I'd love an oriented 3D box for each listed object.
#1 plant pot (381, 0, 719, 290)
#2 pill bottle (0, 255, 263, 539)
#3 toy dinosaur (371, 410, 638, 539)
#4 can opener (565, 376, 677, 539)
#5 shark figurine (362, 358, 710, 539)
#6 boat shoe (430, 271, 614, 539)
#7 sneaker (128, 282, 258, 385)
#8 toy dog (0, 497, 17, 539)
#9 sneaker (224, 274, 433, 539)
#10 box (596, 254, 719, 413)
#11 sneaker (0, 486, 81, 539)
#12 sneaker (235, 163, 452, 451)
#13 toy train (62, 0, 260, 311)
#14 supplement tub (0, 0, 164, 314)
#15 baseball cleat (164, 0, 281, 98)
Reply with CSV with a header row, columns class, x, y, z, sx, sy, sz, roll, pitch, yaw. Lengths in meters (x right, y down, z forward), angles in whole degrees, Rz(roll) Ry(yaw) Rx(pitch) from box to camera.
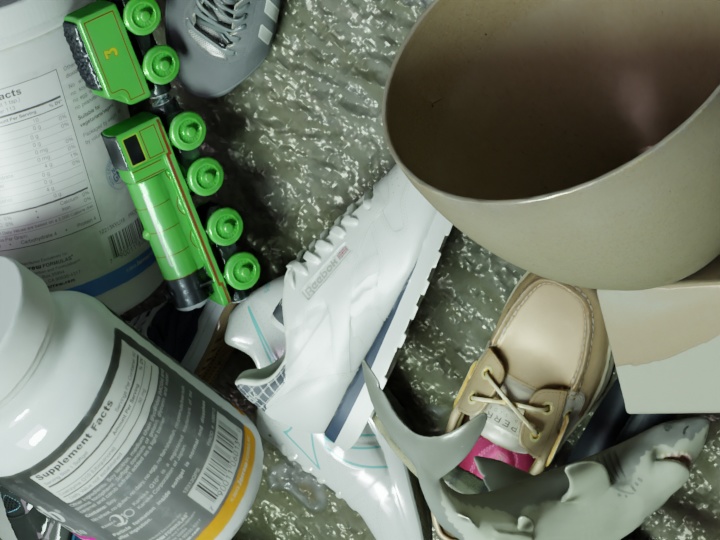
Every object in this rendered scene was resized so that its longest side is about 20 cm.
class,x,y,z,sx,sy,sz,roll,pitch,yaw
plant pot,0.128,-0.067,1.168,0.199,0.201,0.135,-3,139,32
pill bottle,-0.157,0.083,1.324,0.116,0.117,0.200,-18,136,37
toy dinosaur,0.080,0.159,1.317,0.199,0.047,0.089,27,101,5
can opener,0.136,0.131,1.351,0.064,0.078,0.201,56,140,46
shark figurine,0.076,0.114,1.249,0.090,0.213,0.129,45,118,46
boat shoe,0.090,0.081,1.334,0.073,0.069,0.201,28,127,15
sneaker,-0.144,0.048,1.456,0.108,0.070,0.200,37,132,5
toy dog,-0.249,0.175,1.574,0.199,0.096,0.132,-28,100,38
sneaker,-0.015,0.094,1.393,0.080,0.070,0.202,-22,99,10
box,0.234,0.019,1.198,0.199,0.095,0.078,-4,114,31
sneaker,-0.199,0.123,1.463,0.081,0.073,0.201,19,127,26
sneaker,0.000,0.000,1.302,0.080,0.076,0.201,25,101,4
toy train,-0.114,-0.066,1.332,0.042,0.056,0.201,19,133,63
supplement tub,-0.197,-0.073,1.381,0.131,0.132,0.201,-2,115,32
baseball cleat,-0.075,-0.160,1.273,0.069,0.107,0.201,31,130,6
